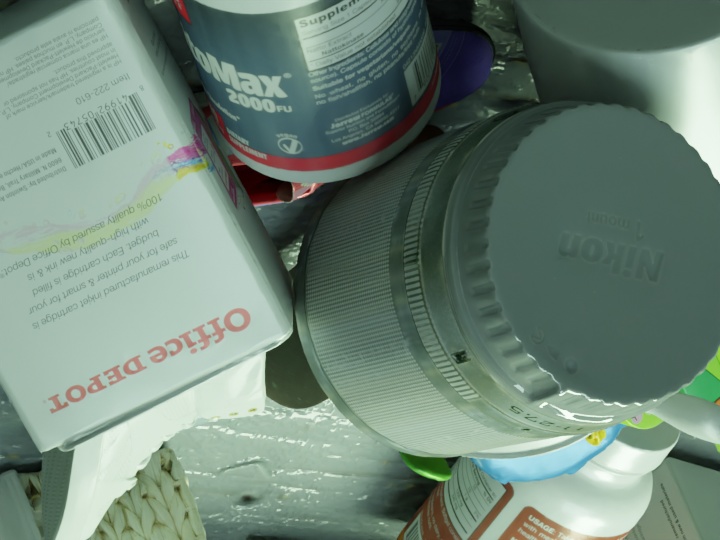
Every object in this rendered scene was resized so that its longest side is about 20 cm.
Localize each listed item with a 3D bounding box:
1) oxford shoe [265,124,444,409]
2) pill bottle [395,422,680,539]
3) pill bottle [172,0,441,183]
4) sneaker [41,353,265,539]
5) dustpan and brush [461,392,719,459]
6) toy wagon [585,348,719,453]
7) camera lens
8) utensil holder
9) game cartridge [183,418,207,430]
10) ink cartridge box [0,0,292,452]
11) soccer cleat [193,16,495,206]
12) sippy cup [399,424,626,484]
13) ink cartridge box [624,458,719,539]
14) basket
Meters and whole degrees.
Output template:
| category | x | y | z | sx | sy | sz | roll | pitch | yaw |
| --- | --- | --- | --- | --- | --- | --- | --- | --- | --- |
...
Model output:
| category | x | y | z | sx | sy | sz | roll | pitch | yaw |
| --- | --- | --- | --- | --- | --- | --- | --- | --- | --- |
| oxford shoe | 0.000 | 0.000 | 1.578 | 0.071 | 0.071 | 0.200 | 37 | 126 | 4 |
| pill bottle | 0.111 | 0.144 | 1.758 | 0.112 | 0.112 | 0.200 | 10 | 132 | -32 |
| pill bottle | -0.034 | -0.147 | 1.353 | 0.119 | 0.120 | 0.200 | -19 | 140 | -2 |
| sneaker | -0.110 | 0.084 | 1.570 | 0.115 | 0.074 | 0.200 | 2 | 135 | -21 |
| dustpan and brush | 0.117 | 0.053 | 1.516 | 0.057 | 0.200 | 0.140 | 37 | 75 | -53 |
| toy wagon | 0.199 | 0.031 | 1.577 | 0.200 | 0.040 | 0.155 | -39 | 118 | -25 |
| camera lens | 0.072 | 0.006 | 1.391 | 0.160 | 0.160 | 0.200 | 5 | 169 | -28 |
| utensil holder | 0.172 | -0.104 | 1.456 | 0.170 | 0.170 | 0.200 | -21 | 140 | 1 |
| game cartridge | -0.136 | 0.031 | 1.582 | 0.133 | 0.042 | 0.200 | -19 | 141 | -9 |
| ink cartridge box | -0.139 | -0.032 | 1.398 | 0.144 | 0.085 | 0.200 | -25 | 107 | 7 |
| soccer cleat | -0.019 | -0.073 | 1.482 | 0.199 | 0.073 | 0.068 | -18 | 141 | -3 |
| sippy cup | 0.091 | 0.046 | 1.622 | 0.139 | 0.131 | 0.178 | -12 | 140 | -12 |
| ink cartridge box | 0.204 | 0.231 | 1.910 | 0.144 | 0.085 | 0.200 | 17 | 129 | -37 |
| basket | -0.152 | 0.218 | 1.713 | 0.123 | 0.136 | 0.200 | -13 | 141 | -12 |
